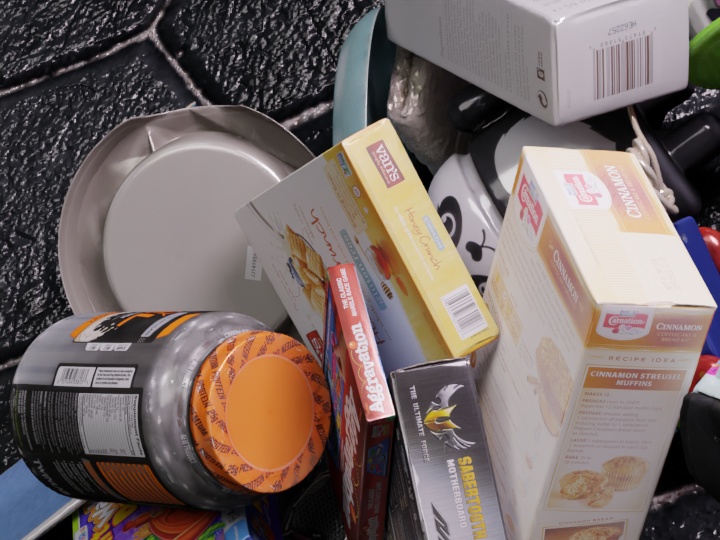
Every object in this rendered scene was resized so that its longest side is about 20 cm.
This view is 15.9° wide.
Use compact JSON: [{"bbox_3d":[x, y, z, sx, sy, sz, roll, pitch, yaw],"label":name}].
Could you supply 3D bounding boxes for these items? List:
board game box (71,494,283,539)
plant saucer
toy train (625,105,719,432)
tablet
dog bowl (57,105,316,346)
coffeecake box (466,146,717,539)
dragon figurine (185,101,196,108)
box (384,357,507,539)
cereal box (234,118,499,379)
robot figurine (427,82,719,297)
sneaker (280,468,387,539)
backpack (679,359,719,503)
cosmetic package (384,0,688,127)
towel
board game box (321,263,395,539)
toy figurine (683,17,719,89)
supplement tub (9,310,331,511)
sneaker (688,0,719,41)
[{"bbox_3d":[-0.119,0.172,1.656,0.134,0.045,0.200,-37,24,9],"label":"board game box"},{"bbox_3d":[0.008,-0.071,1.672,0.027,0.200,0.201,-3,60,9],"label":"plant saucer"},{"bbox_3d":[0.160,0.009,1.561,0.115,0.085,0.201,-26,86,32],"label":"toy train"},{"bbox_3d":[-0.201,0.138,1.766,0.200,0.014,0.130,-39,21,6],"label":"tablet"},{"bbox_3d":[-0.098,-0.016,1.712,0.199,0.059,0.201,2,97,13],"label":"dog bowl"},{"bbox_3d":[0.121,0.055,1.461,0.073,0.201,0.154,2,35,-16],"label":"coffeecake box"},{"bbox_3d":[-0.079,-0.050,1.806,0.059,0.099,0.200,-49,30,0],"label":"dragon figurine"},{"bbox_3d":[0.050,0.164,1.493,0.048,0.158,0.201,-9,77,-7],"label":"box"},{"bbox_3d":[0.000,0.000,1.555,0.039,0.144,0.200,-29,0,-24],"label":"cereal box"},{"bbox_3d":[0.135,-0.054,1.628,0.200,0.125,0.151,-33,44,11],"label":"robot figurine"},{"bbox_3d":[-0.049,0.213,1.621,0.080,0.075,0.200,17,72,39],"label":"sneaker"},{"bbox_3d":[0.263,0.085,1.415,0.167,0.200,0.127,20,75,39],"label":"backpack"},{"bbox_3d":[0.104,-0.158,1.573,0.101,0.074,0.200,-17,29,-27],"label":"cosmetic package"},{"bbox_3d":[0.063,-0.152,1.728,0.034,0.133,0.201,-3,61,26],"label":"towel"},{"bbox_3d":[-0.004,0.091,1.540,0.019,0.200,0.103,-11,60,-9],"label":"board game box"},{"bbox_3d":[0.308,-0.065,1.534,0.150,0.199,0.185,-39,62,52],"label":"toy figurine"},{"bbox_3d":[-0.117,0.086,1.592,0.200,0.122,0.123,-1,61,48],"label":"supplement tub"},{"bbox_3d":[0.170,-0.159,1.707,0.200,0.081,0.089,-28,45,9],"label":"sneaker"}]
